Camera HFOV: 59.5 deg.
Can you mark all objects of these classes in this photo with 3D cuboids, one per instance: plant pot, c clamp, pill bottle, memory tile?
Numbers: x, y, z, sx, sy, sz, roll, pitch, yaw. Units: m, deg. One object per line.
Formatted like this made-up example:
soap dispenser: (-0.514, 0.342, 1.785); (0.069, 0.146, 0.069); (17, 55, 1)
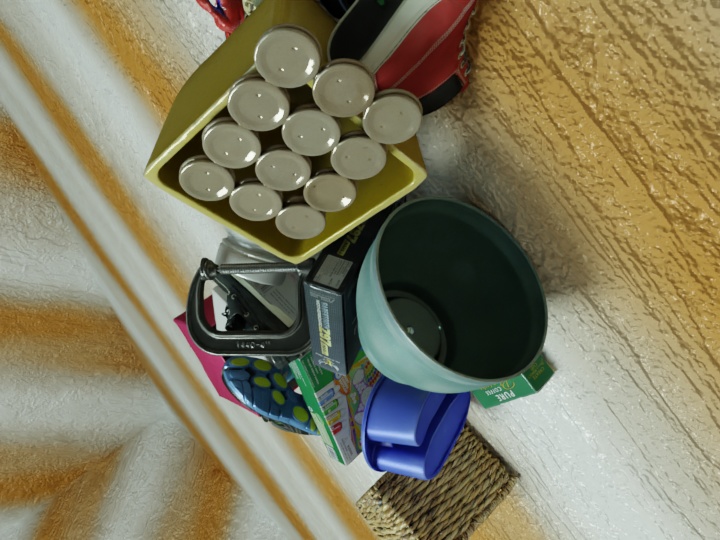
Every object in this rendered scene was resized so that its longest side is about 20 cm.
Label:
plant pot: (0.075, 0.043, 0.665); (0.201, 0.200, 0.134); (50, 141, 6)
plant pot: (-0.072, -0.166, 0.638); (0.193, 0.202, 0.195); (-30, 136, 33)
c clamp: (-0.122, 0.021, 0.765); (0.027, 0.198, 0.173); (-30, -67, -81)
pill bottle: (-0.114, -0.090, 0.819); (0.113, 0.113, 0.202); (24, 97, 42)
memory tile: (-0.054, -0.105, 0.540); (0.152, 0.017, 0.200); (21, 137, -28)

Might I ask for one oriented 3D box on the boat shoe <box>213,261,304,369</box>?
boat shoe: (-0.147, 0.060, 0.829); (0.199, 0.066, 0.075); (36, 168, 26)

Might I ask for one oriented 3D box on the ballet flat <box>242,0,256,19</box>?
ballet flat: (-0.119, -0.271, 0.802); (0.067, 0.046, 0.201); (36, 147, 32)

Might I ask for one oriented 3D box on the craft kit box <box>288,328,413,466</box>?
craft kit box: (0.006, 0.140, 0.903); (0.048, 0.197, 0.201); (13, 133, 46)

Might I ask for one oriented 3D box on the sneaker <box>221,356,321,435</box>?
sneaker: (-0.125, 0.186, 0.884); (0.082, 0.071, 0.199); (-16, 140, 33)

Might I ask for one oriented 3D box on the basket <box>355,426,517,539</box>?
basket: (0.110, 0.346, 0.964); (0.149, 0.199, 0.143); (45, 149, 15)

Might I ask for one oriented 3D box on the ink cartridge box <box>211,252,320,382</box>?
ink cartridge box: (-0.103, 0.054, 0.972); (0.147, 0.200, 0.145); (44, 152, 17)

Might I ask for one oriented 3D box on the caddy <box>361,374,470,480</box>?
caddy: (0.072, 0.189, 0.871); (0.104, 0.200, 0.142); (7, 127, 32)

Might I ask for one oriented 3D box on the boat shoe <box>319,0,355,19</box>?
boat shoe: (-0.021, -0.327, 0.569); (0.069, 0.084, 0.201); (52, 172, 46)

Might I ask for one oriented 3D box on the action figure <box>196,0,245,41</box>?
action figure: (-0.184, -0.375, 0.769); (0.098, 0.065, 0.201); (28, 142, 25)

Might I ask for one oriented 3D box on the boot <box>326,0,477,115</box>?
boot: (0.082, -0.223, 0.535); (0.200, 0.144, 0.073); (-43, 58, 27)

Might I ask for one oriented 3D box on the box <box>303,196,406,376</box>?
box: (0.000, 0.000, 0.752); (0.051, 0.201, 0.159); (18, 141, 15)

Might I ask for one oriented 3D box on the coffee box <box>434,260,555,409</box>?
coffee box: (0.138, 0.075, 0.791); (0.201, 0.044, 0.123); (52, 150, 6)

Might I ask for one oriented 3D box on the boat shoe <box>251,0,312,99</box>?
boat shoe: (-0.075, -0.281, 0.716); (0.073, 0.063, 0.202); (-15, 130, 15)

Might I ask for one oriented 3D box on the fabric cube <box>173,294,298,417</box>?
fabric cube: (-0.205, 0.127, 1.212); (0.199, 0.196, 0.201); (4, 125, 57)
